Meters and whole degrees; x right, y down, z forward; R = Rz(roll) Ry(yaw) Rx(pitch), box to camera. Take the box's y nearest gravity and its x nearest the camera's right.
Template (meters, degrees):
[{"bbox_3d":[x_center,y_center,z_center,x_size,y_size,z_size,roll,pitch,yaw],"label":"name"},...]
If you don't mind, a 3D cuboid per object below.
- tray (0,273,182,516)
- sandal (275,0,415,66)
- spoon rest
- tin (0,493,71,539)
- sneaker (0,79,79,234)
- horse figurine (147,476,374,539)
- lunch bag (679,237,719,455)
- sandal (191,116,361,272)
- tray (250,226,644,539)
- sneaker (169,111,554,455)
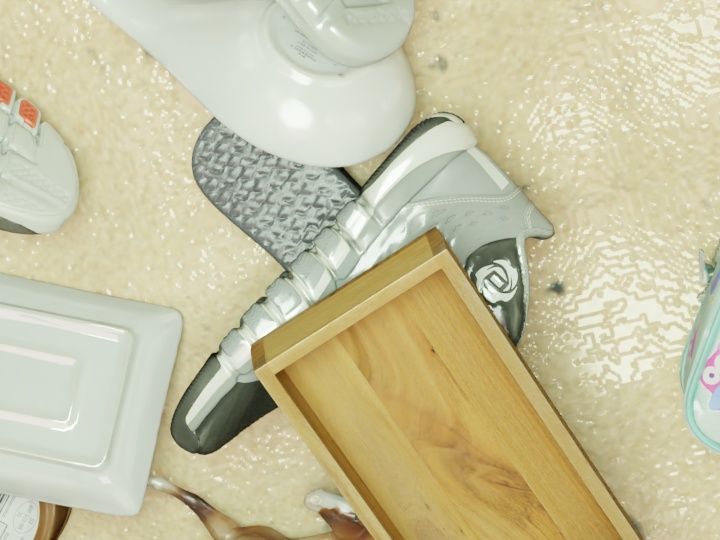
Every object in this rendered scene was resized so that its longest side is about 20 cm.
[{"bbox_3d":[-0.195,0.049,1.111,0.199,0.022,0.108,11,77,3],"label":"tray"},{"bbox_3d":[-0.053,-0.174,1.021,0.203,0.082,0.050,59,144,5],"label":"sandal"},{"bbox_3d":[-0.064,-0.116,1.046,0.200,0.099,0.061,36,143,5],"label":"spoon rest"},{"bbox_3d":[-0.226,0.147,1.162,0.112,0.042,0.200,31,108,1],"label":"tin"},{"bbox_3d":[-0.232,-0.060,1.095,0.200,0.077,0.082,24,135,0],"label":"sneaker"},{"bbox_3d":[-0.073,0.187,1.144,0.132,0.050,0.200,14,102,-12],"label":"horse figurine"},{"bbox_3d":[0.249,0.036,1.052,0.200,0.077,0.161,18,109,1],"label":"lunch bag"},{"bbox_3d":[0.000,-0.001,1.094,0.076,0.043,0.200,-36,90,8],"label":"sandal"},{"bbox_3d":[0.047,0.089,1.014,0.099,0.037,0.200,-32,111,5],"label":"tray"},{"bbox_3d":[0.011,0.034,1.038,0.115,0.075,0.200,42,97,-1],"label":"sneaker"}]
